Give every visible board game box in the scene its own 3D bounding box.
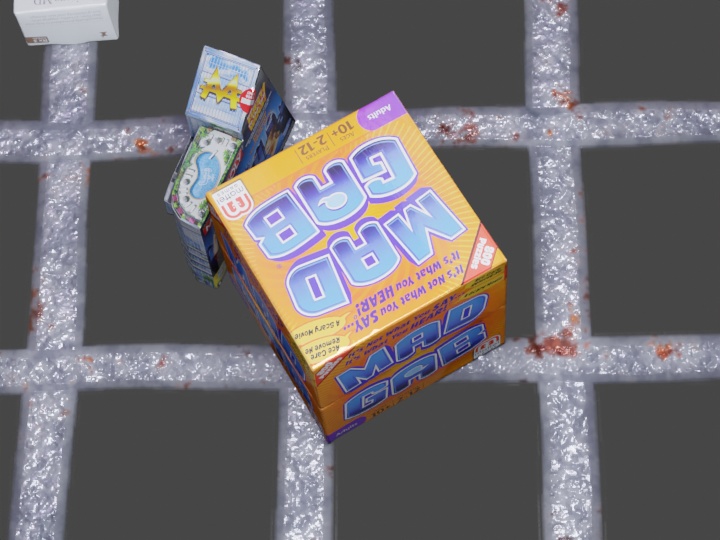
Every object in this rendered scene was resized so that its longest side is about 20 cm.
[{"bbox_3d":[0.000,0.000,1.815,0.199,0.200,0.200,-29,68,-9],"label":"board game box"},{"bbox_3d":[-0.133,-0.115,1.872,0.061,0.200,0.201,19,69,11],"label":"board game box"}]

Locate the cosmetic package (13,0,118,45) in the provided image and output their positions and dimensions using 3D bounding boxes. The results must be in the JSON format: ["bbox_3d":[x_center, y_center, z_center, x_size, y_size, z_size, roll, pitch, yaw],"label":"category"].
[{"bbox_3d":[-0.306,-0.341,2.052,0.101,0.074,0.201,-5,65,2],"label":"cosmetic package"}]
